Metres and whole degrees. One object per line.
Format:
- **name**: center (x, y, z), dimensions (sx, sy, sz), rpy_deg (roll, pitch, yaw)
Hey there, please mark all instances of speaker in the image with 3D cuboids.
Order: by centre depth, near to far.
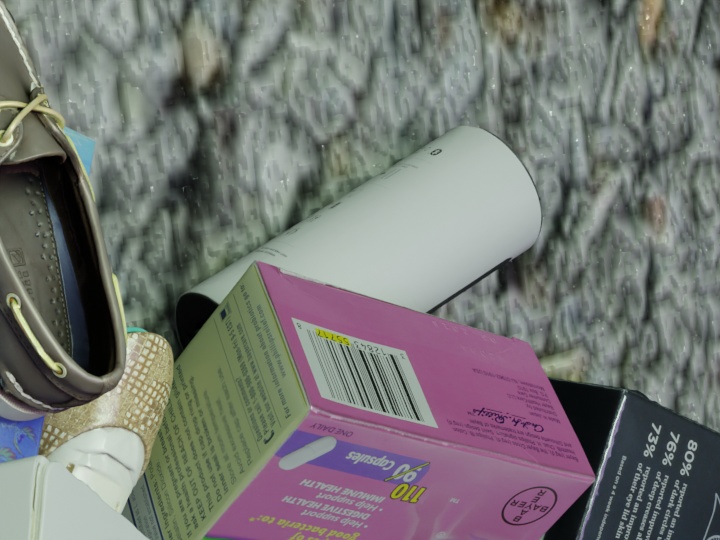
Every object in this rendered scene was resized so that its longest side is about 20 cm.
- **speaker**: center (0.000, 0.000, 1.019), dimensions (0.200, 0.081, 0.081), rpy_deg (-33, 111, -31)

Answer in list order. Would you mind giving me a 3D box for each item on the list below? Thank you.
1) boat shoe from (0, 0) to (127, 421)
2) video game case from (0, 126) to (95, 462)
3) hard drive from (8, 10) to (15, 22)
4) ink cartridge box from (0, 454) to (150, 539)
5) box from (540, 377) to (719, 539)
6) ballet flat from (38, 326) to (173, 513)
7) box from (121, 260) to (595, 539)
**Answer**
- **boat shoe**: center (-0.145, -0.039, 0.800), dimensions (0.072, 0.059, 0.200), rpy_deg (-11, 86, -49)
- **video game case**: center (-0.207, 0.004, 0.801), dimensions (0.181, 0.045, 0.200), rpy_deg (27, 61, -41)
- **hard drive**: center (-0.243, -0.061, 0.861), dimensions (0.200, 0.042, 0.135), rpy_deg (-5, 97, -36)
- **ink cartridge box**: center (-0.184, 0.154, 0.777), dimensions (0.144, 0.200, 0.084), rpy_deg (54, 28, -54)
- **box**: center (0.165, 0.162, 1.136), dimensions (0.200, 0.104, 0.148), rpy_deg (27, 77, -35)
- **ballet flat**: center (-0.145, 0.116, 0.880), dimensions (0.070, 0.065, 0.200), rpy_deg (26, 109, -43)
- **box**: center (-0.023, 0.115, 0.937), dimensions (0.176, 0.097, 0.200), rpy_deg (18, 125, -36)
